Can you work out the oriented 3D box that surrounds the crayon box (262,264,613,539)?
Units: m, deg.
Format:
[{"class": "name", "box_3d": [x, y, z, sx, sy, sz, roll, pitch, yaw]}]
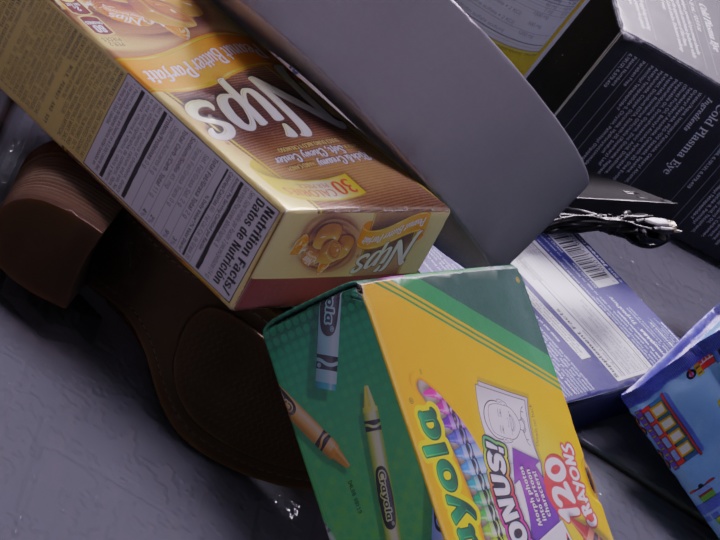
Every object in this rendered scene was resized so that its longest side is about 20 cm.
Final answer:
[{"class": "crayon box", "box_3d": [0.044, 0.102, 1.191, 0.119, 0.058, 0.200, -6, 74, -53]}]

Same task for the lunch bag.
[{"class": "lunch bag", "box_3d": [0.228, 0.083, 1.494, 0.151, 0.094, 0.200, 55, 17, 0]}]

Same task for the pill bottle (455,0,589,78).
[{"class": "pill bottle", "box_3d": [0.075, -0.174, 1.577, 0.112, 0.200, 0.112, 30, 28, -18]}]

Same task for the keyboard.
[{"class": "keyboard", "box_3d": [0.086, -0.035, 1.508, 0.200, 0.021, 0.127, 1, 15, -37]}]

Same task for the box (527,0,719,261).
[{"class": "box", "box_3d": [0.186, -0.119, 1.736, 0.182, 0.104, 0.200, 26, 30, -21]}]

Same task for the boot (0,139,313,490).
[{"class": "boot", "box_3d": [-0.063, 0.002, 1.282, 0.200, 0.074, 0.155, 40, 23, -3]}]

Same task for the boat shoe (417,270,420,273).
[{"class": "boat shoe", "box_3d": [0.000, 0.000, 1.343, 0.072, 0.062, 0.200, -20, 57, -19]}]

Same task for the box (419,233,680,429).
[{"class": "box", "box_3d": [0.083, 0.028, 1.461, 0.121, 0.032, 0.200, 48, 27, 19]}]

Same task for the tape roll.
[{"class": "tape roll", "box_3d": [0.013, -0.087, 1.332, 0.200, 0.066, 0.200, 44, -4, 4]}]

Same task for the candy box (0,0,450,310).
[{"class": "candy box", "box_3d": [-0.070, -0.062, 1.250, 0.200, 0.055, 0.115, 42, 26, 30]}]
